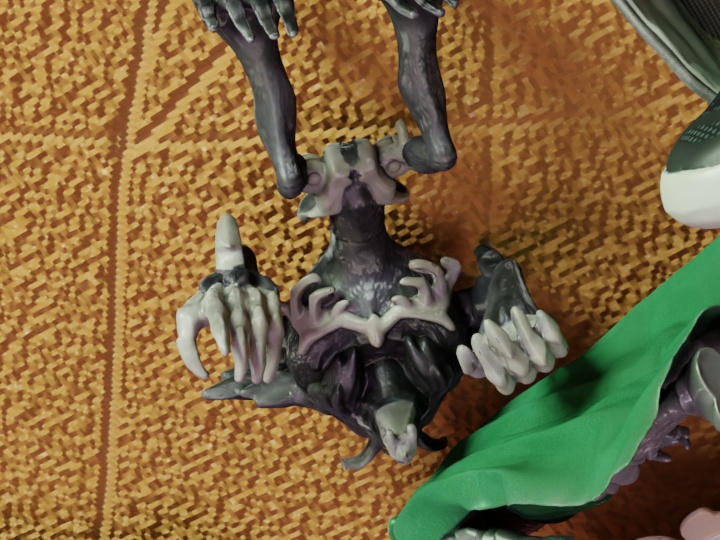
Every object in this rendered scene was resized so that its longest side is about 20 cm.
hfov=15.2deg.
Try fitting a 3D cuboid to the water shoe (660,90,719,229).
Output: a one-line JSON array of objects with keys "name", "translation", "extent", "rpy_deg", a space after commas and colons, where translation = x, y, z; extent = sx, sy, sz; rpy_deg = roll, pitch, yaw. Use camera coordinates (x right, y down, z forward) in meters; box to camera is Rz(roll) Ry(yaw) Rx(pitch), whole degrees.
[{"name": "water shoe", "translation": [0.142, -0.095, 0.713], "extent": [0.200, 0.071, 0.079], "rpy_deg": [-42, 103, -8]}]

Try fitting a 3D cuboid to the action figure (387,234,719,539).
[{"name": "action figure", "translation": [0.064, 0.058, 0.842], "extent": [0.055, 0.118, 0.200], "rpy_deg": [47, 145, -4]}]

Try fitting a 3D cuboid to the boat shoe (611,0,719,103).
[{"name": "boat shoe", "translation": [0.074, -0.131, 0.736], "extent": [0.072, 0.071, 0.200], "rpy_deg": [-28, 114, 28]}]

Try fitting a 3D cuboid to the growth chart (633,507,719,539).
[{"name": "growth chart", "translation": [0.159, 0.100, 0.879], "extent": [0.200, 0.018, 0.145], "rpy_deg": [-20, 141, 25]}]

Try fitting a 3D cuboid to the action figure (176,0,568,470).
[{"name": "action figure", "translation": [0.000, 0.000, 0.825], "extent": [0.119, 0.102, 0.200], "rpy_deg": [-8, 124, 3]}]
